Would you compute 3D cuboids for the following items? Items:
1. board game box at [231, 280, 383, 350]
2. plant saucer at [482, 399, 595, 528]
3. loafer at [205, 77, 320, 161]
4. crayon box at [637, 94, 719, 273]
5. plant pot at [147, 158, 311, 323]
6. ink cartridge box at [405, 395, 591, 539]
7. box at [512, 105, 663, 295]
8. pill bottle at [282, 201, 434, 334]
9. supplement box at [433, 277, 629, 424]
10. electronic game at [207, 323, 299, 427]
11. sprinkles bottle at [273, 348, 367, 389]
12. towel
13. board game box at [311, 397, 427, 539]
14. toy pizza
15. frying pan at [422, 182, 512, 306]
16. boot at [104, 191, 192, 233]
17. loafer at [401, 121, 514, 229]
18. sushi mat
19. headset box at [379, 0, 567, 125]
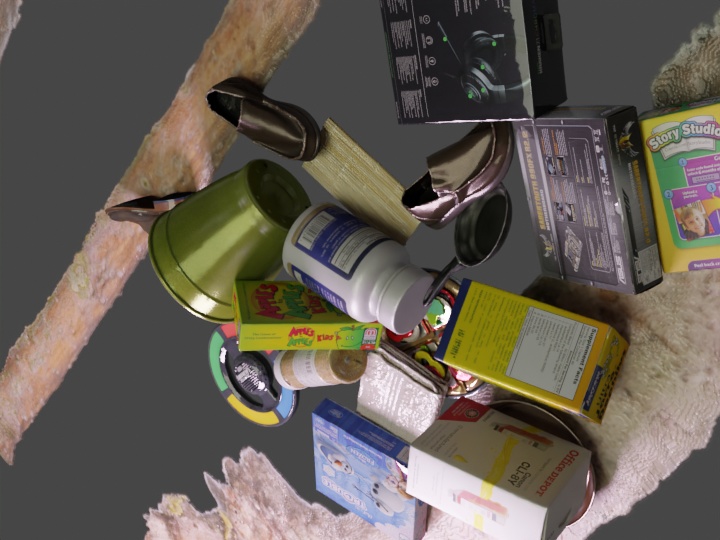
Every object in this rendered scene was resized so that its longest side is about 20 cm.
[{"bbox_3d":[-0.077,0.062,1.326,0.102,0.198,0.048,-110,25,-52],"label":"board game box"},{"bbox_3d":[0.236,0.262,1.299,0.199,0.034,0.202,19,123,31],"label":"plant saucer"},{"bbox_3d":[-0.143,-0.207,1.328,0.199,0.071,0.074,29,121,26],"label":"loafer"},{"bbox_3d":[0.395,-0.096,0.974,0.199,0.058,0.174,-7,105,42],"label":"crayon box"},{"bbox_3d":[-0.174,-0.057,1.380,0.192,0.200,0.201,-37,87,32],"label":"plant pot"},{"bbox_3d":[0.180,0.262,1.224,0.199,0.145,0.084,21,122,29],"label":"ink cartridge box"},{"bbox_3d":[0.254,-0.082,1.063,0.158,0.048,0.202,16,123,61],"label":"box"},{"bbox_3d":[0.000,0.000,1.286,0.199,0.119,0.121,33,129,30],"label":"pill bottle"},{"bbox_3d":[0.211,0.099,1.160,0.198,0.109,0.110,19,84,31],"label":"supplement box"},{"bbox_3d":[-0.182,0.173,1.587,0.198,0.042,0.202,19,122,32],"label":"electronic game"},{"bbox_3d":[-0.063,0.142,1.420,0.199,0.068,0.069,-17,101,60],"label":"sprinkles bottle"},{"bbox_3d":[0.057,0.200,1.390,0.132,0.034,0.201,33,140,23],"label":"towel"},{"bbox_3d":[0.015,0.321,1.476,0.199,0.043,0.200,26,138,27],"label":"board game box"},{"bbox_3d":[0.102,0.093,1.324,0.199,0.032,0.202,18,122,32],"label":"toy pizza"},{"bbox_3d":[0.142,-0.024,1.178,0.115,0.031,0.192,39,113,63],"label":"frying pan"},{"bbox_3d":[-0.349,-0.073,1.577,0.198,0.075,0.098,-2,108,37],"label":"boot"},{"bbox_3d":[0.117,-0.119,1.161,0.200,0.070,0.074,-50,40,43],"label":"loafer"},{"bbox_3d":[0.003,-0.116,1.312,0.200,0.012,0.096,44,133,13],"label":"sushi mat"},{"bbox_3d":[0.133,-0.265,1.076,0.198,0.093,0.176,3,113,37],"label":"headset box"}]
